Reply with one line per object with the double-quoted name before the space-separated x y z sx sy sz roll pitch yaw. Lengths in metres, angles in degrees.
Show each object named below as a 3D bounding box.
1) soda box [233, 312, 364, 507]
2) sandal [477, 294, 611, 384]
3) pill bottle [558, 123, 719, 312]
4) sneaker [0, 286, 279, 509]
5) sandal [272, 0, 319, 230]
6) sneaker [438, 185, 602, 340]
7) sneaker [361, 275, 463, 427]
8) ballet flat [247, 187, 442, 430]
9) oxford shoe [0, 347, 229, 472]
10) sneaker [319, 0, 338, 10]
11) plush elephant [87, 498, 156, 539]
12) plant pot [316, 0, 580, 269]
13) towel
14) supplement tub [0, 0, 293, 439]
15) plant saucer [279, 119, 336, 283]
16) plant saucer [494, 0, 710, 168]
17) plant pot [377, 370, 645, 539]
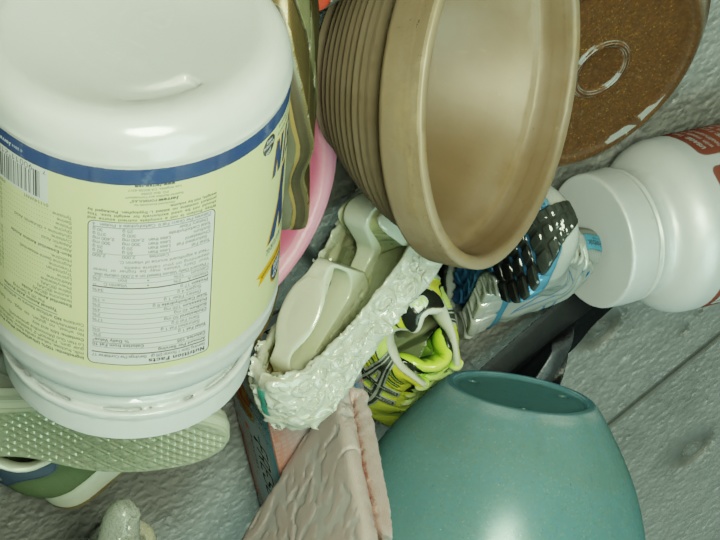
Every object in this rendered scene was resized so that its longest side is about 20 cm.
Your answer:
"soda box" -0.032 0.110 1.535 0.068 0.064 0.200 -27 144 -13
"sandal" 0.116 0.063 1.581 0.200 0.043 0.076 -42 167 -13
"pill bottle" 0.224 -0.036 1.549 0.199 0.112 0.112 -12 137 -30
"sneaker" -0.137 0.055 1.379 0.200 0.067 0.090 -45 147 13
"sandal" -0.049 -0.084 1.205 0.054 0.081 0.200 2 150 -3
"sneaker" 0.107 -0.016 1.453 0.086 0.075 0.200 -13 171 -13
"sneaker" 0.026 0.054 1.510 0.075 0.076 0.200 -33 147 -9
"ballet flat" 0.000 0.000 1.387 0.200 0.072 0.072 -59 147 -14
"oxford shoe" -0.169 0.069 1.318 0.199 0.058 0.075 5 143 -4
"sneaker" -0.073 -0.175 1.179 0.201 0.067 0.108 -11 141 -28
"plush elephant" -0.148 0.208 1.416 0.164 0.201 0.155 3 146 -34
"plant pot" 0.037 -0.107 1.297 0.201 0.092 0.202 -35 131 -55
"towel" -0.036 0.196 1.421 0.032 0.191 0.200 20 120 -22
"supplement tub" -0.107 -0.034 1.128 0.145 0.145 0.200 -19 139 -24
"plant saucer" -0.107 -0.044 1.293 0.200 0.051 0.201 -23 133 -26
"plant saucer" 0.133 -0.128 1.436 0.200 0.037 0.201 -24 142 -20
"plant pot" 0.084 0.137 1.464 0.200 0.200 0.135 1 104 -41
